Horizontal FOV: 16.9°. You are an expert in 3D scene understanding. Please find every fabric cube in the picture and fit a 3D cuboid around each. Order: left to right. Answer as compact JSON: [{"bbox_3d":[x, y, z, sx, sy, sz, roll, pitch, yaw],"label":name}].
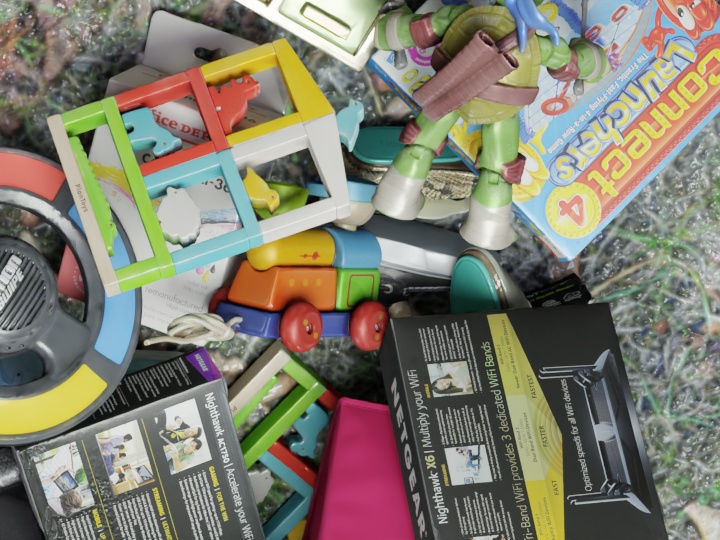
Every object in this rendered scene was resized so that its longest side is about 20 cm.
[{"bbox_3d":[0.054,0.238,1.679,0.199,0.200,0.197,10,140,-2],"label":"fabric cube"}]

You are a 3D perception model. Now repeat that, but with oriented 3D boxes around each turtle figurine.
[{"bbox_3d":[0.082,-0.128,1.603,0.143,0.200,0.195,6,114,-27],"label":"turtle figurine"}]

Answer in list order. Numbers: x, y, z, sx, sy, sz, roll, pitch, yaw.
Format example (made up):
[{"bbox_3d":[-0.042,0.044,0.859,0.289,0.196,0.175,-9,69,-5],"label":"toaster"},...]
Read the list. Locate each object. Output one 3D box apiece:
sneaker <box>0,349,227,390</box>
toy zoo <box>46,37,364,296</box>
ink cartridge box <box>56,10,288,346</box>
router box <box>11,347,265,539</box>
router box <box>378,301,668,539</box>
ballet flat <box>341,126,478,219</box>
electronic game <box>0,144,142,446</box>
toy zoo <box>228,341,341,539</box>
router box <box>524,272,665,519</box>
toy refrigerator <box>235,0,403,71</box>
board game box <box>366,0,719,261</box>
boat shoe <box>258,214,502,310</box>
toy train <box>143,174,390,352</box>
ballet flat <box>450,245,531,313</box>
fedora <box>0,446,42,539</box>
[{"bbox_3d":[-0.195,0.092,1.719,0.199,0.082,0.074,-4,106,0],"label":"sneaker"},{"bbox_3d":[-0.092,-0.073,1.590,0.199,0.132,0.020,-20,158,-7],"label":"toy zoo"},{"bbox_3d":[-0.126,-0.065,1.666,0.116,0.067,0.201,19,108,9],"label":"ink cartridge box"},{"bbox_3d":[-0.147,0.170,1.682,0.149,0.051,0.201,-19,120,-11],"label":"router box"},{"bbox_3d":[0.107,0.123,1.607,0.156,0.201,0.052,-3,149,-13],"label":"router box"},{"bbox_3d":[0.083,-0.072,1.737,0.199,0.068,0.076,-6,134,-4],"label":"ballet flat"},{"bbox_3d":[-0.237,0.015,1.598,0.199,0.042,0.201,6,78,-27],"label":"electronic game"},{"bbox_3d":[-0.035,0.161,1.812,0.200,0.020,0.131,41,99,-23],"label":"toy zoo"},{"bbox_3d":[0.127,0.121,1.815,0.149,0.062,0.201,-21,114,-2],"label":"router box"},{"bbox_3d":[-0.068,-0.219,1.638,0.199,0.070,0.076,29,103,-21],"label":"toy refrigerator"},{"bbox_3d":[0.142,-0.144,1.669,0.196,0.056,0.200,45,89,-2],"label":"board game box"},{"bbox_3d":[0.000,0.000,1.737,0.199,0.070,0.067,7,109,-12],"label":"boat shoe"},{"bbox_3d":[-0.062,-0.008,1.616,0.199,0.084,0.116,1,98,-49],"label":"toy train"},{"bbox_3d":[0.107,0.068,1.731,0.064,0.067,0.201,-23,117,-33],"label":"ballet flat"},{"bbox_3d":[-0.225,0.191,1.752,0.200,0.092,0.202,-8,118,-15],"label":"fedora"}]
